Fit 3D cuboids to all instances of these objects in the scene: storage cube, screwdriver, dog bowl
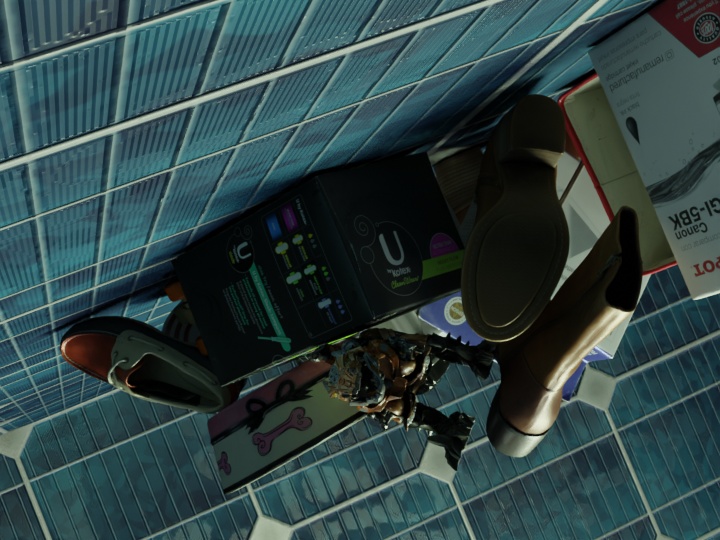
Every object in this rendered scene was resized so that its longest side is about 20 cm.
[{"bbox_3d":[0.308,-0.120,0.980,0.180,0.171,0.200,-22,176,-38],"label":"storage cube"},{"bbox_3d":[0.198,-0.090,1.038,0.028,0.029,0.200,2,-123,47],"label":"screwdriver"},{"bbox_3d":[-0.061,0.137,1.139,0.200,0.074,0.200,-29,175,-3],"label":"dog bowl"}]

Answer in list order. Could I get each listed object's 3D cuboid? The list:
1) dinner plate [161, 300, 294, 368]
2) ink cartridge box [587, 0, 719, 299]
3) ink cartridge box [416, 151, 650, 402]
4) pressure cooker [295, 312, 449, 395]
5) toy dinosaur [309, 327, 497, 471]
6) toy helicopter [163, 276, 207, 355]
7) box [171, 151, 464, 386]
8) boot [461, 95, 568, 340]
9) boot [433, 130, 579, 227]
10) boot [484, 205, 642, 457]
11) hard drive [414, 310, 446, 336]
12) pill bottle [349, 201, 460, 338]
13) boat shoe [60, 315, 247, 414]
[{"bbox_3d":[-0.117,0.059,1.276,0.200,0.024,0.200,-6,-149,4],"label":"dinner plate"},{"bbox_3d":[0.263,-0.095,0.799,0.083,0.200,0.147,-20,175,-30],"label":"ink cartridge box"},{"bbox_3d":[0.176,-0.002,1.091,0.200,0.200,0.041,-64,-155,-7],"label":"ink cartridge box"},{"bbox_3d":[0.010,0.072,1.405,0.179,0.200,0.176,-29,-155,8],"label":"pressure cooker"},{"bbox_3d":[0.033,0.077,0.930,0.136,0.102,0.200,17,-154,9],"label":"toy dinosaur"},{"bbox_3d":[-0.134,0.015,1.212,0.132,0.079,0.200,-31,-171,-12],"label":"toy helicopter"},{"bbox_3d":[-0.032,0.000,0.997,0.200,0.124,0.148,-26,174,41],"label":"box"},{"bbox_3d":[0.120,-0.028,0.946,0.074,0.200,0.155,16,166,0],"label":"boot"},{"bbox_3d":[0.185,-0.065,1.149,0.200,0.155,0.074,-23,176,1],"label":"boot"},{"bbox_3d":[0.157,0.021,0.924,0.188,0.068,0.200,-67,-179,-47],"label":"boot"},{"bbox_3d":[0.127,-0.030,1.246,0.200,0.132,0.027,-36,155,28],"label":"hard drive"},{"bbox_3d":[0.000,0.000,1.147,0.106,0.106,0.200,-19,166,-48],"label":"pill bottle"},{"bbox_3d":[-0.215,0.098,1.172,0.200,0.071,0.063,14,-155,10],"label":"boat shoe"}]
